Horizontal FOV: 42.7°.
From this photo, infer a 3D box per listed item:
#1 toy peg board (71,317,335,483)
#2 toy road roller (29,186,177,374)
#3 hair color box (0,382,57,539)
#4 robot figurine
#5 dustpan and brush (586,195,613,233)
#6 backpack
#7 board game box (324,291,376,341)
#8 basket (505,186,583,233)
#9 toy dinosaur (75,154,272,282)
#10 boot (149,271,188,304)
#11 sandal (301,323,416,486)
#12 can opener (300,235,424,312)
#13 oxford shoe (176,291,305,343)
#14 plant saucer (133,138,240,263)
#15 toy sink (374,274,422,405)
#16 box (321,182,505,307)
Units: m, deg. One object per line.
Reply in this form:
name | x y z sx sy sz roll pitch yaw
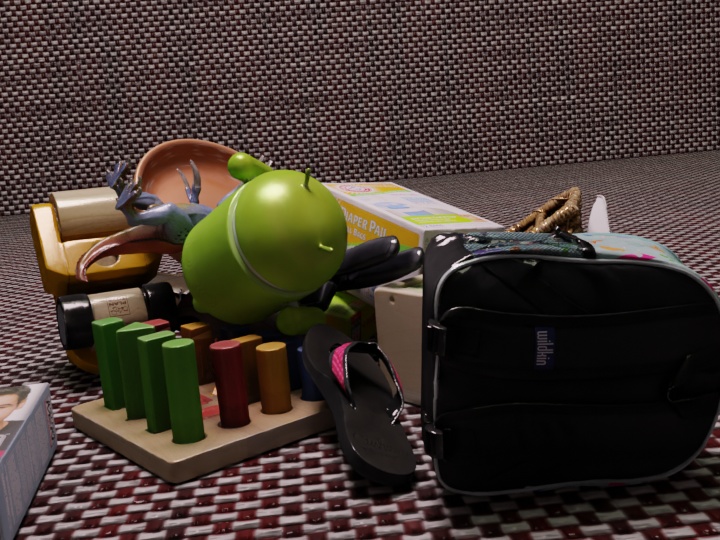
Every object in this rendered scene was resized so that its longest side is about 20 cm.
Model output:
toy peg board | -0.128 0.086 0.813 0.199 0.098 0.200 -13 14 -37
toy road roller | -0.290 0.020 1.022 0.122 0.201 0.146 -8 -25 -27
hair color box | -0.293 0.144 0.677 0.099 0.061 0.200 -7 10 -8
robot figurine | -0.091 -0.020 0.861 0.115 0.176 0.200 -9 -13 -40
dustpan and brush | 0.282 0.020 1.002 0.057 0.140 0.200 -10 32 36
backpack | 0.141 0.057 0.635 0.199 0.178 0.151 0 16 2
board game box | -0.072 0.029 1.058 0.199 0.048 0.102 16 30 28
basket | 0.183 -0.013 1.054 0.142 0.150 0.200 -2 12 16
toy dinosaur | -0.179 -0.048 0.953 0.181 0.200 0.105 36 -5 -39
boot | -0.239 0.036 1.188 0.097 0.075 0.200 0 9 37
sandal | 0.005 0.090 0.720 0.075 0.045 0.200 16 19 -22
can opener | 0.000 0.000 0.897 0.063 0.079 0.200 15 -18 -30
oxford shoe | -0.120 0.069 0.980 0.199 0.071 0.073 16 51 37
plant saucer | -0.164 -0.063 1.039 0.200 0.200 0.037 -16 -25 -45
toy sink | 0.130 0.048 0.852 0.199 0.113 0.130 -14 14 -40
box | 0.042 -0.024 0.990 0.112 0.102 0.200 -4 20 -35
